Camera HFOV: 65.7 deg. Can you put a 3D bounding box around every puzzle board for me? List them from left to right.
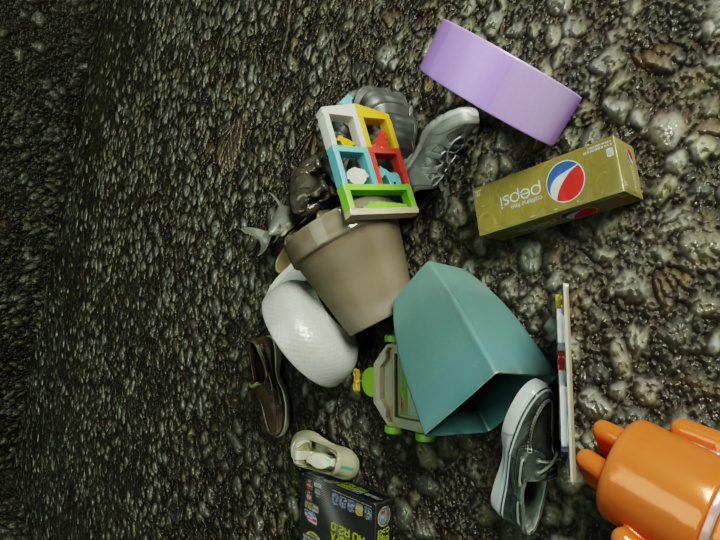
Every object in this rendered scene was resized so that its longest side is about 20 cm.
[{"bbox_3d":[0.236,0.121,0.646,0.017,0.150,0.206,-3,84,20],"label":"puzzle board"}]

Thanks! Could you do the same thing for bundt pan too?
[{"bbox_3d":[0.003,-0.224,0.972,0.199,0.075,0.208,-5,83,45],"label":"bundt pan"}]

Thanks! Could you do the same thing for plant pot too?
[{"bbox_3d":[0.000,0.000,0.896,0.198,0.198,0.177,-31,83,40],"label":"plant pot"},{"bbox_3d":[0.135,0.096,0.763,0.142,0.139,0.203,-49,49,32],"label":"plant pot"}]

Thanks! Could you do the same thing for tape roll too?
[{"bbox_3d":[0.173,-0.236,0.701,0.200,0.197,0.067,48,118,37],"label":"tape roll"}]

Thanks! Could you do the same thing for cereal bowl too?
[{"bbox_3d":[-0.071,0.092,0.947,0.083,0.199,0.202,-41,56,13],"label":"cereal bowl"}]

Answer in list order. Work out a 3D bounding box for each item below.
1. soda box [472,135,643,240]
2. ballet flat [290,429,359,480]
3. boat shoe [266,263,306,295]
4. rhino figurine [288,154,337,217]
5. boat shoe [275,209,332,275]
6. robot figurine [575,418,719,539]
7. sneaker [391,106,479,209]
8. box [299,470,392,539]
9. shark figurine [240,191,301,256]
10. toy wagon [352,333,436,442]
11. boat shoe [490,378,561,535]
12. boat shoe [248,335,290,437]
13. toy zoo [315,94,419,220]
[{"bbox_3d":[0.244,-0.097,0.712,0.198,0.063,0.070,-18,74,45],"label":"soda box"},{"bbox_3d":[-0.085,0.338,1.025,0.197,0.068,0.072,-5,83,47],"label":"ballet flat"},{"bbox_3d":[-0.116,0.033,1.090,0.200,0.071,0.069,-44,57,24],"label":"boat shoe"},{"bbox_3d":[-0.099,-0.170,1.055,0.087,0.060,0.202,-34,34,14],"label":"rhino figurine"},{"bbox_3d":[-0.120,-0.056,1.095,0.200,0.064,0.072,-44,57,35],"label":"boat shoe"},{"bbox_3d":[0.322,0.233,0.563,0.198,0.142,0.120,23,119,45],"label":"robot figurine"},{"bbox_3d":[0.121,-0.163,0.853,0.200,0.073,0.083,-49,59,46],"label":"sneaker"},{"bbox_3d":[-0.030,0.455,0.971,0.197,0.044,0.165,0,86,47],"label":"box"},{"bbox_3d":[-0.173,-0.113,1.135,0.090,0.128,0.214,52,160,-10],"label":"shark figurine"},{"bbox_3d":[0.064,0.182,0.897,0.197,0.039,0.160,-4,84,48],"label":"toy wagon"},{"bbox_3d":[0.219,0.236,0.699,0.071,0.071,0.205,31,124,50],"label":"boat shoe"},{"bbox_3d":[-0.198,0.239,1.146,0.074,0.074,0.207,-26,68,42],"label":"boat shoe"},{"bbox_3d":[0.007,-0.174,0.835,0.020,0.129,0.205,-33,68,51],"label":"toy zoo"}]
